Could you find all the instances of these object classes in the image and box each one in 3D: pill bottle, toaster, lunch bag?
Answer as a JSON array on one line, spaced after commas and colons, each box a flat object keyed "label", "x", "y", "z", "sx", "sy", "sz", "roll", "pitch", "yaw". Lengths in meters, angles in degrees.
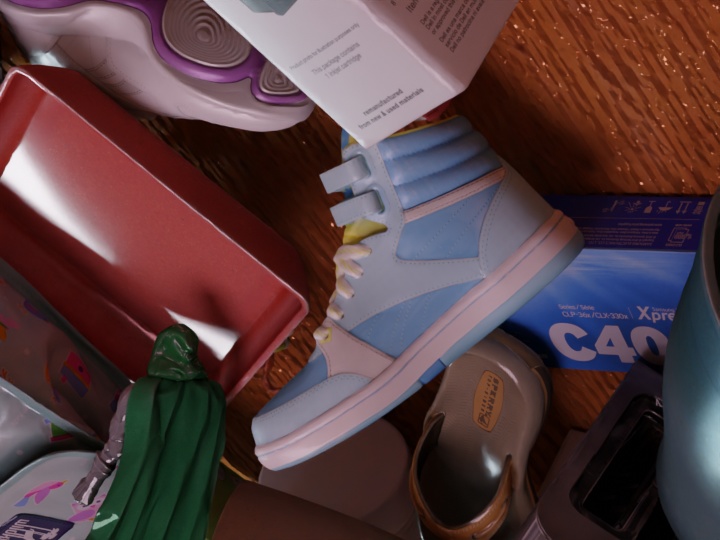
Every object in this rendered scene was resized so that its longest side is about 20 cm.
[{"label": "pill bottle", "x": 0.011, "y": 0.188, "z": 1.701, "sx": 0.114, "sy": 0.114, "sz": 0.200, "roll": 7, "pitch": 138, "yaw": 30}, {"label": "toaster", "x": 0.162, "y": 0.165, "z": 1.413, "sx": 0.181, "sy": 0.200, "sz": 0.119, "roll": 33, "pitch": 134, "yaw": 9}, {"label": "lunch bag", "x": -0.225, "y": 0.097, "z": 1.564, "sx": 0.200, "sy": 0.122, "sz": 0.170, "roll": 41, "pitch": 115, "yaw": -18}]

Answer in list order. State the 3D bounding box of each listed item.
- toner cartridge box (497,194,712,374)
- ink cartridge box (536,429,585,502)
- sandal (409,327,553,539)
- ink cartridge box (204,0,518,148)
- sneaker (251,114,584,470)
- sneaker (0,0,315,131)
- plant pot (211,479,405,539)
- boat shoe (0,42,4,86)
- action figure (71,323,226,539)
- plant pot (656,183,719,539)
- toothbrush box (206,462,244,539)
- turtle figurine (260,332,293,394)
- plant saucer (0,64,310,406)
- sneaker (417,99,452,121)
[{"label": "toner cartridge box", "x": 0.126, "y": 0.007, "z": 1.458, "sx": 0.200, "sy": 0.043, "sz": 0.095, "roll": 2, "pitch": 135, "yaw": 35}, {"label": "ink cartridge box", "x": 0.168, "y": 0.163, "z": 1.595, "sx": 0.200, "sy": 0.067, "sz": 0.117, "roll": 13, "pitch": 138, "yaw": 23}, {"label": "sandal", "x": 0.061, "y": 0.115, "z": 1.529, "sx": 0.080, "sy": 0.054, "sz": 0.200, "roll": 26, "pitch": 137, "yaw": 20}, {"label": "ink cartridge box", "x": -0.017, "y": -0.179, "z": 1.247, "sx": 0.200, "sy": 0.147, "sz": 0.083, "roll": 43, "pitch": 144, "yaw": -15}, {"label": "sneaker", "x": 0.000, "y": 0.000, "z": 1.396, "sx": 0.131, "sy": 0.200, "sz": 0.080, "roll": 52, "pitch": 179, "yaw": -2}, {"label": "sneaker", "x": -0.104, "y": -0.116, "z": 1.462, "sx": 0.200, "sy": 0.075, "sz": 0.100, "roll": 24, "pitch": 152, "yaw": 24}, {"label": "plant pot", "x": 0.014, "y": 0.226, "z": 1.537, "sx": 0.199, "sy": 0.188, "sz": 0.188, "roll": 10, "pitch": 141, "yaw": 8}, {"label": "boat shoe", "x": -0.225, "y": -0.117, "z": 1.520, "sx": 0.068, "sy": 0.057, "sz": 0.200, "roll": 2, "pitch": 177, "yaw": -12}, {"label": "action figure", "x": -0.117, "y": 0.126, "z": 1.506, "sx": 0.118, "sy": 0.201, "sz": 0.055, "roll": 8, "pitch": -170, "yaw": -43}, {"label": "plant pot", "x": 0.228, "y": 0.061, "z": 1.308, "sx": 0.200, "sy": 0.200, "sz": 0.188, "roll": 27, "pitch": 143, "yaw": 4}, {"label": "toothbrush box", "x": -0.159, "y": 0.140, "z": 1.726, "sx": 0.200, "sy": 0.146, "sz": 0.086, "roll": 39, "pitch": 102, "yaw": -11}, {"label": "turtle figurine", "x": -0.098, "y": 0.008, "z": 1.604, "sx": 0.200, "sy": 0.064, "sz": 0.161, "roll": -5, "pitch": 125, "yaw": 42}, {"label": "plant saucer", "x": -0.127, "y": -0.017, "z": 1.506, "sx": 0.199, "sy": 0.037, "sz": 0.200, "roll": 39, "pitch": 149, "yaw": -1}, {"label": "sneaker", "x": -0.023, "y": -0.154, "z": 1.353, "sx": 0.200, "sy": 0.078, "sz": 0.082, "roll": 49, "pitch": 147, "yaw": -10}]
